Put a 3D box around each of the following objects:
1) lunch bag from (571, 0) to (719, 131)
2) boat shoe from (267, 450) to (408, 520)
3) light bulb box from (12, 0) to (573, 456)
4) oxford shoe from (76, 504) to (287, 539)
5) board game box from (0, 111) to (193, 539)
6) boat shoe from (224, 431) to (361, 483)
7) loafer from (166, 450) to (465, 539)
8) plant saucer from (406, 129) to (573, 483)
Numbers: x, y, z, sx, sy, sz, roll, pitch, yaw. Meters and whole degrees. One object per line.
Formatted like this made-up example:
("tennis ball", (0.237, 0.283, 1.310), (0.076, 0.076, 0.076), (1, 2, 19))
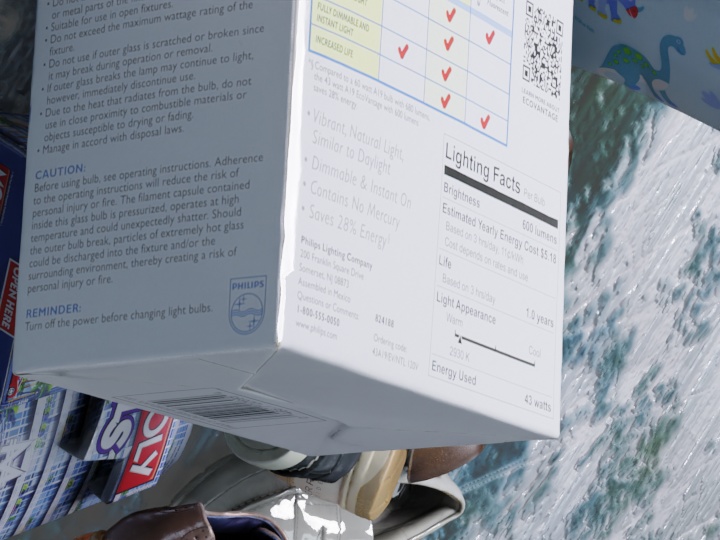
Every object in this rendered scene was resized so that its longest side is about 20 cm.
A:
("lunch bag", (0.178, -0.165, 1.340), (0.127, 0.170, 0.200), (-40, 146, -36))
("boat shoe", (0.008, 0.013, 1.338), (0.074, 0.069, 0.200), (95, 13, -64))
("light bulb box", (-0.019, -0.046, 1.093), (0.198, 0.125, 0.201), (22, 67, -54))
("oxford shoe", (-0.051, 0.149, 1.256), (0.073, 0.071, 0.200), (-30, 154, 11))
("board game box", (-0.097, 0.018, 1.194), (0.200, 0.062, 0.200), (-18, 131, -49))
("boat shoe", (0.002, 0.000, 1.276), (0.066, 0.074, 0.200), (33, 64, -46))
("loafer", (-0.025, 0.119, 1.389), (0.200, 0.070, 0.070), (-21, 133, -48))
("plant saucer", (0.065, 0.009, 1.380), (0.200, 0.032, 0.201), (16, 90, -84))
